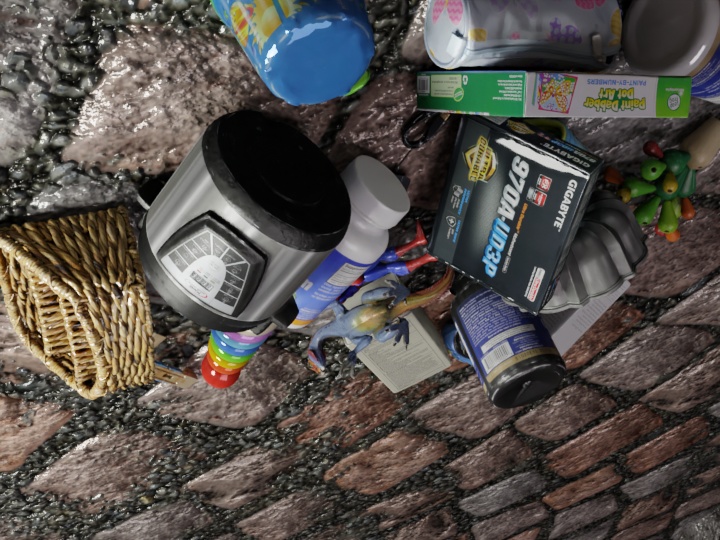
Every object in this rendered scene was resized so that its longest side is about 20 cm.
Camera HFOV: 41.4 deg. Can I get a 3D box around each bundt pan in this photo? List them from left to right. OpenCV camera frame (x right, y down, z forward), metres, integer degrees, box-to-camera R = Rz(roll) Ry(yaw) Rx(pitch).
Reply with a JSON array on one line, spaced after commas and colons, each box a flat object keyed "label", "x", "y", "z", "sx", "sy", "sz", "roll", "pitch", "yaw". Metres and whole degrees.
[{"label": "bundt pan", "x": 0.254, "y": -0.038, "z": 1.196, "sx": 0.200, "sy": 0.202, "sz": 0.076, "roll": -25, "pitch": 118, "yaw": 3}]

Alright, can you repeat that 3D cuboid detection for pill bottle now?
[{"label": "pill bottle", "x": -0.039, "y": -0.034, "z": 1.078, "sx": 0.111, "sy": 0.113, "sz": 0.200, "roll": 15, "pitch": 132, "yaw": -43}, {"label": "pill bottle", "x": 0.188, "y": 0.074, "z": 1.287, "sx": 0.110, "sy": 0.202, "sz": 0.112, "roll": -15, "pitch": 147, "yaw": -10}, {"label": "pill bottle", "x": 0.386, "y": -0.244, "z": 1.033, "sx": 0.198, "sy": 0.117, "sz": 0.116, "roll": 5, "pitch": 138, "yaw": -37}]

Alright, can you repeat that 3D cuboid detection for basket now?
[{"label": "basket", "x": -0.302, "y": 0.051, "z": 1.013, "sx": 0.147, "sy": 0.144, "sz": 0.201, "roll": -11, "pitch": 145, "yaw": -18}]

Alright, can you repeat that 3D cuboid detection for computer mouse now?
[{"label": "computer mouse", "x": 0.050, "y": -0.113, "z": 1.093, "sx": 0.058, "sy": 0.034, "sz": 0.201, "roll": 3, "pitch": 139, "yaw": -32}]

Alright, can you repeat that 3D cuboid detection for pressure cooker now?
[{"label": "pressure cooker", "x": -0.125, "y": -0.036, "z": 0.967, "sx": 0.177, "sy": 0.177, "sz": 0.200, "roll": 10, "pitch": 137, "yaw": -43}]

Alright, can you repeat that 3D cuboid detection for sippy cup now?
[{"label": "sippy cup", "x": -0.051, "y": -0.215, "z": 0.796, "sx": 0.176, "sy": 0.131, "sz": 0.140, "roll": 1, "pitch": 140, "yaw": -31}]

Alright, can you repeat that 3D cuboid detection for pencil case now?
[{"label": "pencil case", "x": 0.160, "y": -0.236, "z": 0.929, "sx": 0.198, "sy": 0.092, "sz": 0.083, "roll": -3, "pitch": 155, "yaw": -26}]

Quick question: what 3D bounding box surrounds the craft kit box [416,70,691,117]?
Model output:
[{"label": "craft kit box", "x": 0.187, "y": -0.177, "z": 0.953, "sx": 0.195, "sy": 0.200, "sz": 0.049, "roll": -7, "pitch": 104, "yaw": -24}]

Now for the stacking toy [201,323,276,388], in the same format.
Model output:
[{"label": "stacking toy", "x": -0.165, "y": 0.089, "z": 1.221, "sx": 0.084, "sy": 0.086, "sz": 0.200, "roll": -3, "pitch": 149, "yaw": -27}]

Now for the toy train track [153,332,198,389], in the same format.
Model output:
[{"label": "toy train track", "x": -0.279, "y": 0.116, "z": 1.229, "sx": 0.114, "sy": 0.033, "sz": 0.200, "roll": -38, "pitch": 151, "yaw": 10}]

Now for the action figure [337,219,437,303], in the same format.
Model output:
[{"label": "action figure", "x": 0.000, "y": 0.000, "z": 1.210, "sx": 0.198, "sy": 0.052, "sz": 0.065, "roll": -26, "pitch": 142, "yaw": 14}]

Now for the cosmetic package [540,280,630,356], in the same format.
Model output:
[{"label": "cosmetic package", "x": 0.273, "y": 0.051, "z": 1.356, "sx": 0.200, "sy": 0.102, "sz": 0.071, "roll": -46, "pitch": 143, "yaw": 8}]

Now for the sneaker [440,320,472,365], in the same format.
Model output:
[{"label": "sneaker", "x": 0.208, "y": 0.113, "z": 1.475, "sx": 0.082, "sy": 0.071, "sz": 0.199, "roll": -35, "pitch": 143, "yaw": 29}]

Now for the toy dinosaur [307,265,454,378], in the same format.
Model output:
[{"label": "toy dinosaur", "x": 0.006, "y": 0.077, "z": 1.218, "sx": 0.198, "sy": 0.106, "sz": 0.181, "roll": -14, "pitch": 175, "yaw": -29}]

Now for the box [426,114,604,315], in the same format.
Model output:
[{"label": "box", "x": 0.169, "y": -0.070, "z": 1.083, "sx": 0.046, "sy": 0.158, "sz": 0.202, "roll": -38, "pitch": 151, "yaw": -44}]

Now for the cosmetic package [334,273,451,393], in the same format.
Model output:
[{"label": "cosmetic package", "x": 0.048, "y": 0.093, "z": 1.348, "sx": 0.103, "sy": 0.074, "sz": 0.200, "roll": -26, "pitch": 147, "yaw": 7}]

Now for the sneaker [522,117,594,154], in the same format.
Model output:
[{"label": "sneaker", "x": 0.176, "y": -0.110, "z": 1.137, "sx": 0.199, "sy": 0.080, "sz": 0.130, "roll": -35, "pitch": 142, "yaw": 14}]

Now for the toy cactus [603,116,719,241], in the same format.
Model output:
[{"label": "toy cactus", "x": 0.412, "y": -0.131, "z": 1.255, "sx": 0.165, "sy": 0.102, "sz": 0.199, "roll": -50, "pitch": 140, "yaw": 7}]
